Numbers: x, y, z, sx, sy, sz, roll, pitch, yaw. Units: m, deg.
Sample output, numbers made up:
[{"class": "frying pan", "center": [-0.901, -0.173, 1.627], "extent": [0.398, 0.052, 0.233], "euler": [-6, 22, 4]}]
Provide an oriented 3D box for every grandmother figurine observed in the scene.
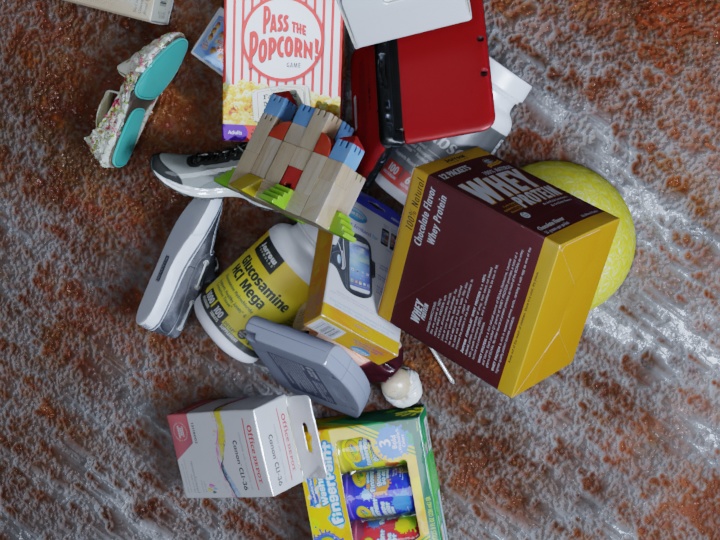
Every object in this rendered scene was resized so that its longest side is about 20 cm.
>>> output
[{"class": "grandmother figurine", "center": [0.003, 0.108, 1.627], "extent": [0.121, 0.061, 0.200], "euler": [-16, 134, 43]}]

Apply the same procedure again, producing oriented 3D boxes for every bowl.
[{"class": "bowl", "center": [0.234, -0.032, 1.581], "extent": [0.200, 0.108, 0.201], "euler": [1, 97, 9]}]

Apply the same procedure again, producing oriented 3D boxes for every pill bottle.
[{"class": "pill bottle", "center": [-0.104, 0.014, 1.640], "extent": [0.200, 0.112, 0.112], "euler": [-43, 89, 12]}, {"class": "pill bottle", "center": [0.110, -0.168, 1.578], "extent": [0.116, 0.116, 0.200], "euler": [36, 102, 3]}]

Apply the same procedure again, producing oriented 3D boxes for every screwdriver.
[{"class": "screwdriver", "center": [0.067, 0.061, 1.661], "extent": [0.028, 0.029, 0.200], "euler": [-30, 90, 12]}]

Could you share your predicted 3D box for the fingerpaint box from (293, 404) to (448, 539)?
[{"class": "fingerpaint box", "center": [0.016, 0.287, 1.677], "extent": [0.167, 0.073, 0.200], "euler": [-8, 96, 11]}]

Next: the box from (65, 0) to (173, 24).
[{"class": "box", "center": [-0.337, -0.378, 1.642], "extent": [0.200, 0.078, 0.095], "euler": [14, 100, 7]}]

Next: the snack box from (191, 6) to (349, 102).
[{"class": "snack box", "center": [-0.115, -0.247, 1.651], "extent": [0.200, 0.024, 0.072], "euler": [37, 103, 3]}]

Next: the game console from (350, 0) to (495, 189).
[{"class": "game console", "center": [0.067, -0.213, 1.543], "extent": [0.118, 0.172, 0.200], "euler": [6, 61, -16]}]

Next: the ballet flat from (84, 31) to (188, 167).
[{"class": "ballet flat", "center": [-0.294, -0.226, 1.662], "extent": [0.064, 0.076, 0.200], "euler": [33, 99, 20]}]

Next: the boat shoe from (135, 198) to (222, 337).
[{"class": "boat shoe", "center": [-0.217, -0.008, 1.683], "extent": [0.068, 0.072, 0.200], "euler": [26, 87, -29]}]

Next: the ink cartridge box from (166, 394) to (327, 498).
[{"class": "ink cartridge box", "center": [-0.145, 0.224, 1.657], "extent": [0.200, 0.067, 0.117], "euler": [-9, 96, 38]}]

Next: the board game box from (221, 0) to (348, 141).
[{"class": "board game box", "center": [-0.092, -0.258, 1.608], "extent": [0.151, 0.046, 0.200], "euler": [3, 99, 9]}]

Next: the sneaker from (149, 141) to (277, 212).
[{"class": "sneaker", "center": [-0.164, -0.130, 1.636], "extent": [0.200, 0.074, 0.079], "euler": [7, 118, -6]}]

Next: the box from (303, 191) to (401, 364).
[{"class": "box", "center": [0.000, 0.000, 1.563], "extent": [0.119, 0.200, 0.041], "euler": [30, 139, -29]}]

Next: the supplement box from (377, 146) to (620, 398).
[{"class": "supplement box", "center": [0.153, -0.003, 1.481], "extent": [0.200, 0.133, 0.198], "euler": [31, 122, 29]}]

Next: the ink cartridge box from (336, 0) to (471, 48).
[{"class": "ink cartridge box", "center": [0.044, -0.365, 1.520], "extent": [0.145, 0.200, 0.083], "euler": [-13, 138, 10]}]

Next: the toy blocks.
[{"class": "toy blocks", "center": [-0.064, -0.131, 1.537], "extent": [0.200, 0.100, 0.137], "euler": [24, 86, 37]}]

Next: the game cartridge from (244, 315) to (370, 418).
[{"class": "game cartridge", "center": [-0.057, 0.122, 1.601], "extent": [0.133, 0.200, 0.041], "euler": [23, 73, 20]}]
